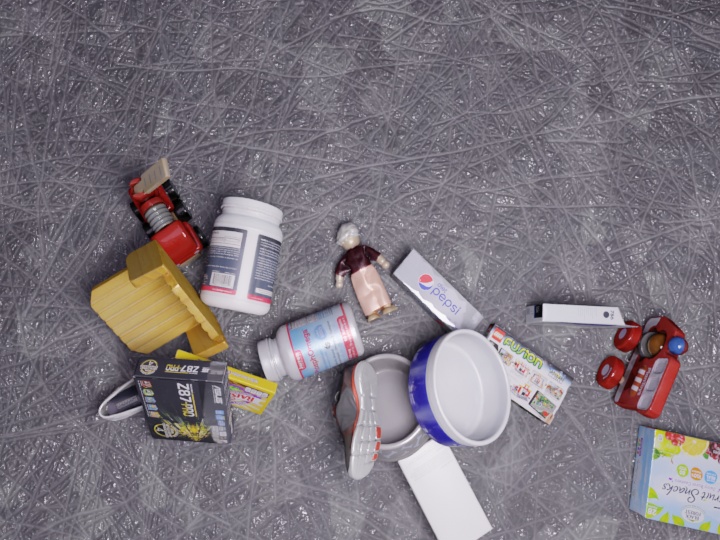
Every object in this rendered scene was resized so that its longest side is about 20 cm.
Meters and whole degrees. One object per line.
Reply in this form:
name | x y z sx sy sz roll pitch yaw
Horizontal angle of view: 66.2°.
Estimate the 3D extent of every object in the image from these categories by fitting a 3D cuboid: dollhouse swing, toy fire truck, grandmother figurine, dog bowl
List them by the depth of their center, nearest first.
dollhouse swing | -0.379 0.088 1.009 0.174 0.181 0.203 -36 123 -9
dog bowl | 0.184 0.218 1.021 0.195 0.078 0.208 14 65 -32
toy fire truck | -0.371 -0.112 1.047 0.127 0.200 0.179 -32 86 -6
dog bowl | 0.052 0.255 1.063 0.192 0.059 0.207 -6 63 11
toy fire truck | 0.570 0.186 1.082 0.110 0.168 0.204 30 83 1
grandmother figurine | 0.000 0.000 1.129 0.118 0.061 0.206 -21 83 -4

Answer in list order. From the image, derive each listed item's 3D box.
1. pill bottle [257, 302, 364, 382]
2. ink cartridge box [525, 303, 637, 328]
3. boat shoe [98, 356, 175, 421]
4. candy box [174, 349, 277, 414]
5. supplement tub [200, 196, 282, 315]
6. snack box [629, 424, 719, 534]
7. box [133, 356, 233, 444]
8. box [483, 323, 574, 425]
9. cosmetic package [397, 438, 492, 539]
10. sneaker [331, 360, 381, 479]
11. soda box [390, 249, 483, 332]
pill bottle | -0.097 0.145 1.080 0.194 0.109 0.112 -21 85 -5
ink cartridge box | 0.445 0.093 1.120 0.192 0.100 0.041 5 82 -3
boat shoe | -0.411 0.233 1.074 0.197 0.065 0.075 -34 86 -6
candy box | -0.263 0.215 1.048 0.194 0.103 0.027 22 48 -14
supplement tub | -0.227 -0.025 1.075 0.135 0.140 0.208 10 83 -2
snack box | 0.657 0.421 1.111 0.193 0.068 0.175 13 83 -1
box | -0.320 0.244 1.023 0.155 0.204 0.050 4 42 -5
box | 0.326 0.212 1.133 0.197 0.035 0.112 34 83 1
cosmetic package | 0.157 0.427 1.075 0.105 0.085 0.205 -27 86 -5
sneaker | -0.013 0.273 1.010 0.080 0.076 0.207 -16 57 35
soda box | 0.154 0.052 1.126 0.199 0.063 0.069 43 83 2
